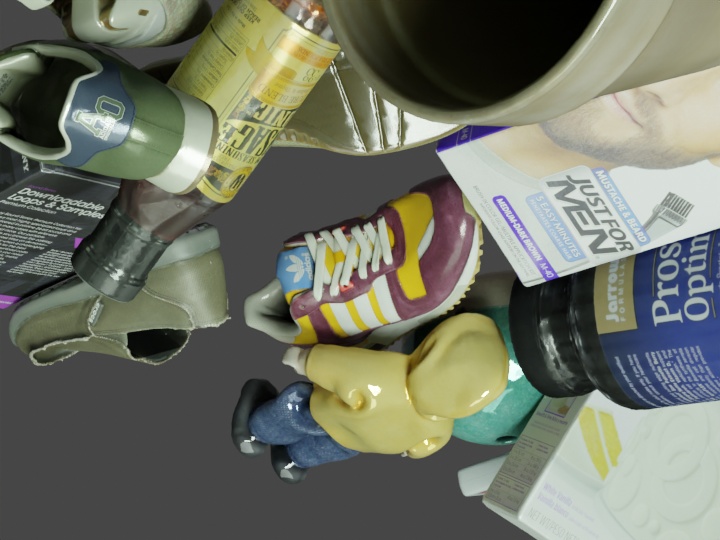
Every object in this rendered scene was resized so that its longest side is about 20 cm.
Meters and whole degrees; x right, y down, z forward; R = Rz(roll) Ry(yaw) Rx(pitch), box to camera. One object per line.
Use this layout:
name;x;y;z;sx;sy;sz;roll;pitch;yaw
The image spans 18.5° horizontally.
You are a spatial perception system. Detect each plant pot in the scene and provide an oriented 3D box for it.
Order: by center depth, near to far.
plant pot;0.105;-0.159;0.984;0.173;0.200;0.200;2;157;-44

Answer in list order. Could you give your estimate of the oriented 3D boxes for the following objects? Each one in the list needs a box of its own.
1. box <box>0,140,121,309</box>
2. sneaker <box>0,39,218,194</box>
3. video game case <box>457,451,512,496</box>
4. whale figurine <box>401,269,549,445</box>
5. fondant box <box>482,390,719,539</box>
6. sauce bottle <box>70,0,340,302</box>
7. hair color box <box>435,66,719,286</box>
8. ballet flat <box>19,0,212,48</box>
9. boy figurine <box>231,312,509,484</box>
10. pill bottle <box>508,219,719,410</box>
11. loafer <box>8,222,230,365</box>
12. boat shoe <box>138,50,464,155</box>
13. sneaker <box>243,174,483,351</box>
box;-0.205;-0.028;1.310;0.200;0.036;0.143;-22;160;34
sneaker;-0.161;-0.091;1.123;0.090;0.067;0.200;18;-179;-41
video game case;0.194;0.118;1.556;0.200;0.024;0.182;-22;167;27
whale figurine;0.109;0.077;1.469;0.159;0.104;0.200;-14;151;22
fondant box;0.190;0.102;1.387;0.144;0.200;0.058;34;172;-20
sauce bottle;-0.080;-0.071;1.146;0.066;0.066;0.200;22;114;-35
hair color box;0.155;-0.072;1.208;0.200;0.065;0.109;-19;124;27
ballet flat;-0.149;-0.146;1.099;0.067;0.063;0.200;-20;146;31
boy figurine;0.007;0.077;1.378;0.200;0.065;0.124;-24;133;40
pill bottle;0.190;0.021;1.262;0.200;0.112;0.112;-10;151;36
loafer;-0.151;0.031;1.377;0.075;0.070;0.200;-21;178;-40
boat shoe;-0.032;-0.098;1.200;0.200;0.063;0.073;-9;106;7
sneaker;0.000;0.000;1.356;0.090;0.075;0.200;7;150;-26
